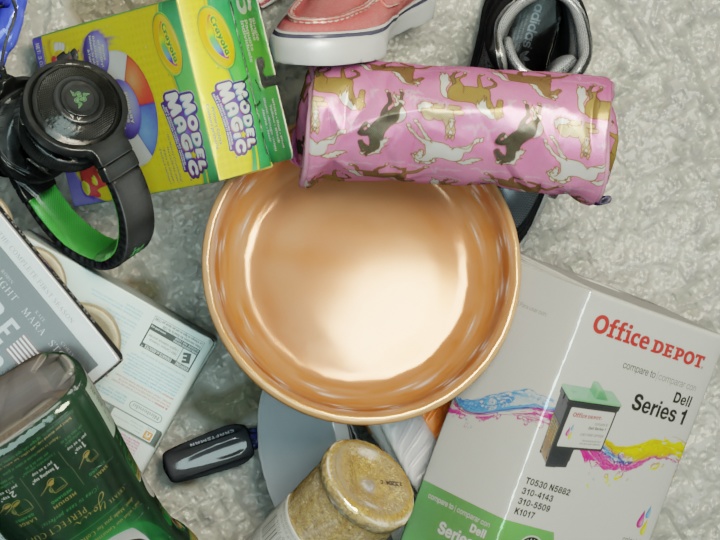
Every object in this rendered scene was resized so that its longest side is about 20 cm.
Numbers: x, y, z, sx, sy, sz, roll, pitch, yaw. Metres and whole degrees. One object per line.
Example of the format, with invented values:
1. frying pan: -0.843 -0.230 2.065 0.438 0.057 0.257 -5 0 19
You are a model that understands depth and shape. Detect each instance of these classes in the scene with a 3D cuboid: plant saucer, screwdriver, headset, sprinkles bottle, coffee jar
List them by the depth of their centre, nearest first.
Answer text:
1. coffee jar: -0.170 0.155 1.662 0.104 0.085 0.200 -34 118 -7
2. headset: -0.205 -0.086 1.664 0.094 0.123 0.201 -34 103 -31
3. plant saucer: 0.000 0.000 1.681 0.199 0.037 0.201 1 77 -4
4. sprinkles bottle: -0.046 0.190 1.710 0.068 0.068 0.200 38 125 -5
5. screwdriver: -0.035 0.098 1.773 0.199 0.029 0.028 -19 95 -1

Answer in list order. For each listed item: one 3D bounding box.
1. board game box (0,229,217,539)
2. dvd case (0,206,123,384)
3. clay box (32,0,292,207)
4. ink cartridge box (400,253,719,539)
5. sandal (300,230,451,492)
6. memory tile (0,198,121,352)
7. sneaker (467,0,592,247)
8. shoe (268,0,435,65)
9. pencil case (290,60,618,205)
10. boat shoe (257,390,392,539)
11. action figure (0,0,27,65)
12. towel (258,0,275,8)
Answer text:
1. board game box: -0.204 0.096 1.745 0.147 0.064 0.201 30 90 -4
2. dvd case: -0.271 0.061 1.681 0.200 0.025 0.150 -39 95 1
3. clay box: -0.124 -0.108 1.673 0.047 0.200 0.115 -17 96 -36
4. ink cartridge box: 0.131 0.107 1.723 0.144 0.084 0.201 18 93 -43
5. sandal: 0.019 0.055 1.749 0.079 0.059 0.207 -33 100 -21
6. memory tile: -0.263 0.061 1.701 0.200 0.017 0.153 -44 94 1
7. sneaker: 0.100 -0.105 1.723 0.075 0.114 0.201 10 93 -4
8. shoe: -0.004 -0.187 1.666 0.071 0.200 0.091 6 108 20
9. pencil case: 0.056 -0.085 1.640 0.199 0.083 0.087 4 116 -3
10. boat shoe: -0.010 0.149 1.758 0.070 0.066 0.201 -10 100 38
11. action figure: -0.230 -0.173 1.710 0.065 0.099 0.201 25 90 -6
12. towel: -0.058 -0.290 1.748 0.144 0.023 0.201 -30 97 -3
